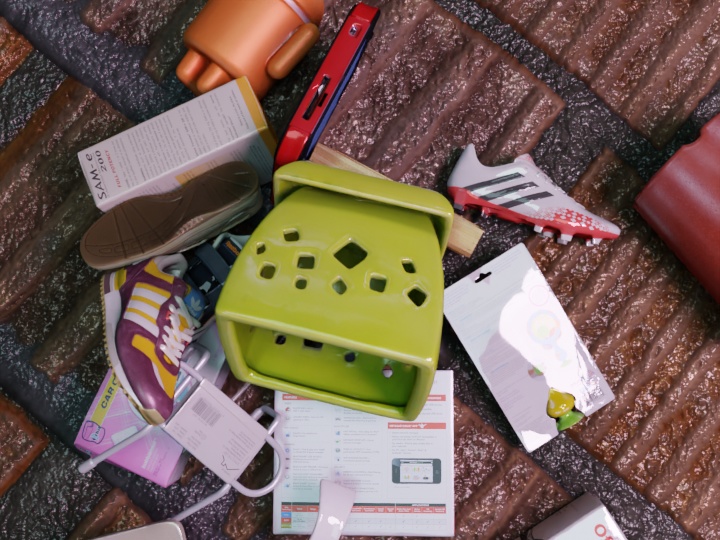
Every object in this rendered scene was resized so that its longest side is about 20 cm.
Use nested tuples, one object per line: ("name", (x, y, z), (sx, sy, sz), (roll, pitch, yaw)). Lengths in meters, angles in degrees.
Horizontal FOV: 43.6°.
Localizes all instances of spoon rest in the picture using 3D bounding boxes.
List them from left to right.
("spoon rest", (-0.065, 0.311, 0.951), (0.099, 0.061, 0.200), (22, 118, -9))

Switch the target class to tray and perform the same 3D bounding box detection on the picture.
("tray", (0.041, -0.077, 0.998), (0.200, 0.099, 0.037), (28, 97, 6))

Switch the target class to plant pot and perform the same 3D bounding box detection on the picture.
("plant pot", (-0.015, 0.017, 0.868), (0.199, 0.199, 0.182), (13, 67, 3))
("plant pot", (0.407, -0.055, 0.941), (0.201, 0.201, 0.195), (-42, 75, -1))

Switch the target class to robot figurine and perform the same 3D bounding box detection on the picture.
("robot figurine", (-0.122, -0.276, 1.020), (0.117, 0.144, 0.200), (39, 87, -20))

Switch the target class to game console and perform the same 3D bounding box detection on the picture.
("game console", (-0.039, -0.172, 0.959), (0.031, 0.177, 0.200), (27, 75, 0))

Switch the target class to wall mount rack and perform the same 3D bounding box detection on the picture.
("wall mount rack", (-0.180, 0.180, 0.931), (0.174, 0.074, 0.200), (-51, 118, -16))

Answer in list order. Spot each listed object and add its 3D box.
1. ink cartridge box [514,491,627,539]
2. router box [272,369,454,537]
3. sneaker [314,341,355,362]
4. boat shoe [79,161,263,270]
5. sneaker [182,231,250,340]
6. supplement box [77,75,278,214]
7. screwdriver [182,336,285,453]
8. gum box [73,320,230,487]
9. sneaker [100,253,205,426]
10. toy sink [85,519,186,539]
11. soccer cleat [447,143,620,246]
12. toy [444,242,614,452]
("ink cartridge box", (0.210, 0.353, 0.954), (0.200, 0.084, 0.146), (-34, 84, 0))
("router box", (0.005, 0.199, 0.999), (0.199, 0.049, 0.180), (1, 84, 3))
("sneaker", (0.000, 0.001, 1.009), (0.146, 0.077, 0.203), (-17, 74, -9))
("boat shoe", (-0.196, -0.047, 0.957), (0.200, 0.065, 0.072), (-27, 64, -9))
("sneaker", (-0.162, 0.010, 0.965), (0.200, 0.080, 0.078), (-30, 64, -35))
("supplement box", (-0.190, -0.120, 0.999), (0.199, 0.126, 0.074), (-25, 73, 0))
("screwdriver", (-0.128, 0.124, 1.001), (0.200, 0.028, 0.029), (-42, 85, -18))
("gum box", (-0.223, 0.134, 1.009), (0.113, 0.066, 0.201), (24, 86, 4))
("sneaker", (-0.188, 0.054, 0.849), (0.090, 0.075, 0.200), (-24, 46, -3))
("toy sink", (-0.220, 0.364, 0.964), (0.130, 0.112, 0.201), (-15, 89, 2))
("soccer cleat", (0.196, -0.084, 1.009), (0.199, 0.069, 0.085), (16, 90, 9))
("toy", (0.180, 0.085, 1.002), (0.115, 0.047, 0.200), (-31, 87, -4))
